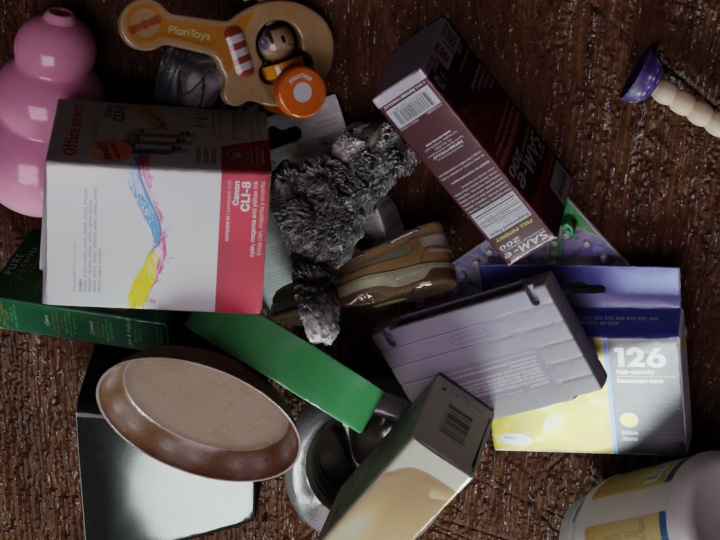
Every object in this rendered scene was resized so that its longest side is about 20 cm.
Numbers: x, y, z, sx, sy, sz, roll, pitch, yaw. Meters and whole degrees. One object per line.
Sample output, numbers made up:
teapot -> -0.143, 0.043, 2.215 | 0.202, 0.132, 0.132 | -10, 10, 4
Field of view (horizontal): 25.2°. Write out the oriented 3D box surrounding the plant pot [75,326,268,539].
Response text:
plant pot -> -0.188, 0.164, 1.687 | 0.176, 0.201, 0.201 | 3, 124, 0

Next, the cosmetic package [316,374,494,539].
cosmetic package -> 0.041, 0.207, 1.572 | 0.071, 0.105, 0.200 | 34, 129, -5

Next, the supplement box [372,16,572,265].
supplement box -> 0.104, -0.116, 1.447 | 0.061, 0.109, 0.200 | -30, 111, 31

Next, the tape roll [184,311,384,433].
tape roll -> -0.073, 0.085, 1.542 | 0.199, 0.200, 0.048 | 32, 85, -5

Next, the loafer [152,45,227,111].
loafer -> -0.162, -0.122, 1.544 | 0.072, 0.073, 0.201 | 20, 127, 12

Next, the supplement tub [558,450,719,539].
supplement tub -> 0.304, 0.264, 1.592 | 0.145, 0.145, 0.200 | 43, 147, -13

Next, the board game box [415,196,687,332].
board game box -> 0.184, 0.046, 1.583 | 0.199, 0.026, 0.200 | -34, 108, 33

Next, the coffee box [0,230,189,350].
coffee box -> -0.270, 0.020, 1.649 | 0.198, 0.123, 0.044 | 7, 128, 11

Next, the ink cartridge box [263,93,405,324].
ink cartridge box -> -0.049, -0.061, 1.585 | 0.159, 0.047, 0.202 | -16, 100, 26

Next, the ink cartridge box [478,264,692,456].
ink cartridge box -> 0.216, 0.089, 1.559 | 0.196, 0.047, 0.201 | 0, 126, 19

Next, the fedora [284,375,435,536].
fedora -> 0.014, 0.188, 1.690 | 0.175, 0.091, 0.201 | 15, 125, 7

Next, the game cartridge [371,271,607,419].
game cartridge -> 0.123, 0.082, 1.540 | 0.199, 0.038, 0.130 | -17, 118, 32

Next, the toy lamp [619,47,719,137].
toy lamp -> 0.323, -0.120, 1.410 | 0.199, 0.058, 0.058 | 30, 127, -2

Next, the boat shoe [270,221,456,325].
boat shoe -> 0.000, 0.000, 1.532 | 0.198, 0.072, 0.077 | -14, 76, 26

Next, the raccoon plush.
raccoon plush -> 0.002, -0.042, 1.476 | 0.133, 0.097, 0.202 | -19, 79, 18

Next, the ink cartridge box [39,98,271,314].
ink cartridge box -> -0.185, -0.059, 1.460 | 0.198, 0.146, 0.146 | 2, 118, -7

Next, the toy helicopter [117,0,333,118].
toy helicopter -> -0.118, -0.216, 1.445 | 0.198, 0.079, 0.134 | 8, 96, -20

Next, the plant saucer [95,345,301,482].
plant saucer -> -0.147, 0.130, 1.502 | 0.198, 0.035, 0.201 | 12, 144, 9

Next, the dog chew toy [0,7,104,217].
dog chew toy -> -0.300, -0.154, 1.545 | 0.123, 0.125, 0.201 | 18, 118, 5
